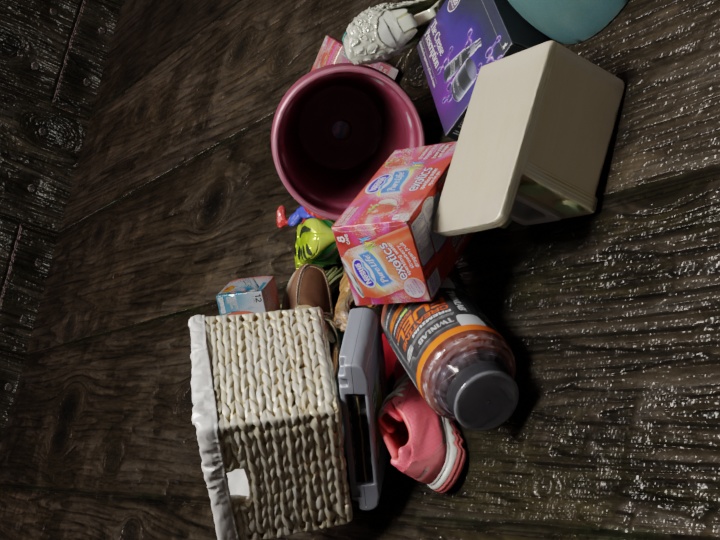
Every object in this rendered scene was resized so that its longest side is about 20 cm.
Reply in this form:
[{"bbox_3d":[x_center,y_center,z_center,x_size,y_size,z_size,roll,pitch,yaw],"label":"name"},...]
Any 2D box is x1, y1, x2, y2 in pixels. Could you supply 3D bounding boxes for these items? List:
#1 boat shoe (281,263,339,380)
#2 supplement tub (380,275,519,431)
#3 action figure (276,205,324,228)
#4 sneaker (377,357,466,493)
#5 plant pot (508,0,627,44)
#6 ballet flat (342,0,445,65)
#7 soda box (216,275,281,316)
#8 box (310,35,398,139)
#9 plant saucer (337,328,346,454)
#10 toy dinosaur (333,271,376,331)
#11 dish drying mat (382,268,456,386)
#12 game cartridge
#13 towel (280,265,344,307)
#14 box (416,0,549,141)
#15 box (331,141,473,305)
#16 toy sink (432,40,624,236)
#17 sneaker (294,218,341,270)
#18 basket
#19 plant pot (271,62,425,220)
[{"bbox_3d":[-0.055,0.082,1.627,0.072,0.075,0.201,-38,49,54],"label":"boat shoe"},{"bbox_3d":[0.098,0.087,1.356,0.107,0.107,0.200,-63,27,16],"label":"supplement tub"},{"bbox_3d":[-0.060,-0.086,1.835,0.200,0.065,0.052,-1,79,65],"label":"action figure"},{"bbox_3d":[0.057,0.150,1.417,0.074,0.087,0.201,-53,31,30],"label":"sneaker"},{"bbox_3d":[0.211,-0.368,1.409,0.200,0.134,0.201,-42,39,46],"label":"plant pot"},{"bbox_3d":[0.063,-0.318,1.627,0.072,0.200,0.072,29,133,36],"label":"ballet flat"},{"bbox_3d":[-0.129,0.112,1.651,0.068,0.063,0.201,-57,-42,-70],"label":"soda box"},{"bbox_3d":[-0.037,-0.222,1.837,0.201,0.094,0.103,-66,21,11],"label":"box"},{"bbox_3d":[-0.028,0.159,1.626,0.200,0.027,0.201,-164,90,-72],"label":"plant saucer"},{"bbox_3d":[0.000,0.000,1.644,0.106,0.060,0.200,-27,22,24],"label":"toy dinosaur"},{"bbox_3d":[0.057,0.072,1.549,0.200,0.018,0.077,-57,26,30],"label":"dish drying mat"},{"bbox_3d":[0.007,0.151,1.442,0.134,0.040,0.201,-84,-10,-59],"label":"game cartridge"},{"bbox_3d":[-0.107,0.069,1.777,0.148,0.037,0.200,-41,3,-41],"label":"towel"},{"bbox_3d":[0.148,-0.257,1.527,0.141,0.079,0.200,-52,31,30],"label":"box"},{"bbox_3d":[0.057,-0.054,1.414,0.095,0.100,0.200,-4,28,27],"label":"box"},{"bbox_3d":[0.177,-0.115,1.333,0.130,0.112,0.201,-10,59,61],"label":"toy sink"},{"bbox_3d":[-0.047,-0.031,1.770,0.200,0.083,0.074,169,104,-81],"label":"sneaker"},{"bbox_3d":[-0.104,0.174,1.453,0.200,0.160,0.199,-102,6,-53],"label":"basket"},{"bbox_3d":[-0.022,-0.180,1.699,0.179,0.199,0.201,-111,44,-74],"label":"plant pot"}]
